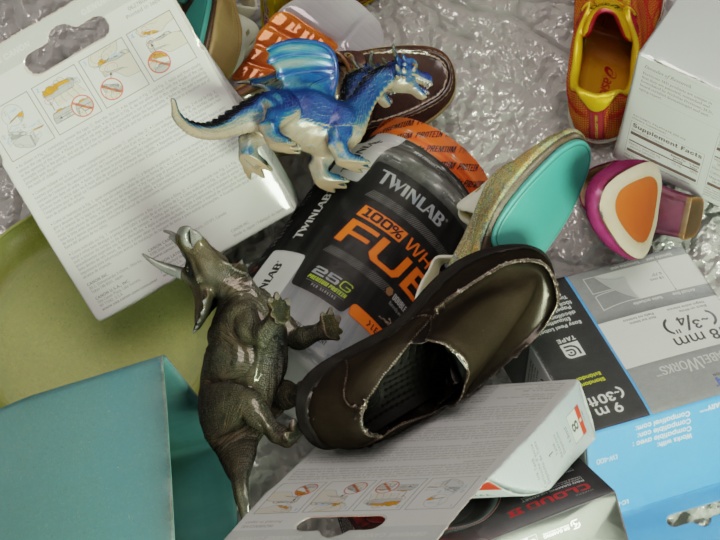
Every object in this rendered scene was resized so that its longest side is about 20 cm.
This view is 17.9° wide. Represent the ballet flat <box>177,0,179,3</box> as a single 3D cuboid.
[{"bbox_3d":[-0.162,-0.277,1.752,0.069,0.070,0.201,-19,62,-8],"label":"ballet flat"}]

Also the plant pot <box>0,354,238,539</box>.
[{"bbox_3d":[-0.193,0.165,1.469,0.198,0.142,0.142,-12,60,10],"label":"plant pot"}]

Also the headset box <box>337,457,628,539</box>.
[{"bbox_3d":[0.077,0.170,1.428,0.148,0.200,0.076,-20,107,-8],"label":"headset box"}]

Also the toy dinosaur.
[{"bbox_3d":[-0.070,0.068,1.450,0.077,0.102,0.202,-2,85,-45],"label":"toy dinosaur"}]

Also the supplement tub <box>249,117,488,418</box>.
[{"bbox_3d":[0.000,0.000,1.562,0.122,0.123,0.201,27,66,16],"label":"supplement tub"}]

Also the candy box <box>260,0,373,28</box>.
[{"bbox_3d":[0.013,-0.241,1.705,0.199,0.102,0.026,-30,64,-14],"label":"candy box"}]

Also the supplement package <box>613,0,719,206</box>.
[{"bbox_3d":[0.307,-0.123,1.610,0.199,0.111,0.156,27,54,15],"label":"supplement package"}]

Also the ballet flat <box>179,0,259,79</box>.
[{"bbox_3d":[-0.100,-0.186,1.628,0.063,0.069,0.201,17,44,-24],"label":"ballet flat"}]

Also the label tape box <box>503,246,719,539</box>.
[{"bbox_3d":[0.193,0.086,1.506,0.143,0.064,0.201,-14,48,-18],"label":"label tape box"}]

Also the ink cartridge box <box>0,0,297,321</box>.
[{"bbox_3d":[-0.158,-0.090,1.538,0.160,0.050,0.201,-29,105,4],"label":"ink cartridge box"}]

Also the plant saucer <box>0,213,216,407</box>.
[{"bbox_3d":[-0.184,0.041,1.598,0.198,0.031,0.202,-1,62,2],"label":"plant saucer"}]

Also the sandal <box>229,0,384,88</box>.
[{"bbox_3d":[-0.071,-0.120,1.663,0.079,0.059,0.207,44,78,-2],"label":"sandal"}]

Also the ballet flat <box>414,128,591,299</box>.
[{"bbox_3d":[0.081,-0.010,1.502,0.070,0.071,0.201,26,89,15],"label":"ballet flat"}]

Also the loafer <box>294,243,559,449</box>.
[{"bbox_3d":[0.055,0.055,1.418,0.199,0.073,0.071,-36,26,-22],"label":"loafer"}]

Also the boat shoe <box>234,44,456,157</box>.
[{"bbox_3d":[-0.023,-0.119,1.603,0.198,0.072,0.073,-11,85,-11],"label":"boat shoe"}]

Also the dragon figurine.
[{"bbox_3d":[-0.045,-0.114,1.505,0.198,0.059,0.100,9,64,-26],"label":"dragon figurine"}]

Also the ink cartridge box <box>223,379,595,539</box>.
[{"bbox_3d":[0.032,0.133,1.385,0.161,0.050,0.200,-6,24,34],"label":"ink cartridge box"}]

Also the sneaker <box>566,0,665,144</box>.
[{"bbox_3d":[0.190,-0.191,1.687,0.072,0.077,0.201,2,60,5],"label":"sneaker"}]

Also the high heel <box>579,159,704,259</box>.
[{"bbox_3d":[0.162,-0.047,1.553,0.095,0.200,0.068,15,90,24],"label":"high heel"}]
